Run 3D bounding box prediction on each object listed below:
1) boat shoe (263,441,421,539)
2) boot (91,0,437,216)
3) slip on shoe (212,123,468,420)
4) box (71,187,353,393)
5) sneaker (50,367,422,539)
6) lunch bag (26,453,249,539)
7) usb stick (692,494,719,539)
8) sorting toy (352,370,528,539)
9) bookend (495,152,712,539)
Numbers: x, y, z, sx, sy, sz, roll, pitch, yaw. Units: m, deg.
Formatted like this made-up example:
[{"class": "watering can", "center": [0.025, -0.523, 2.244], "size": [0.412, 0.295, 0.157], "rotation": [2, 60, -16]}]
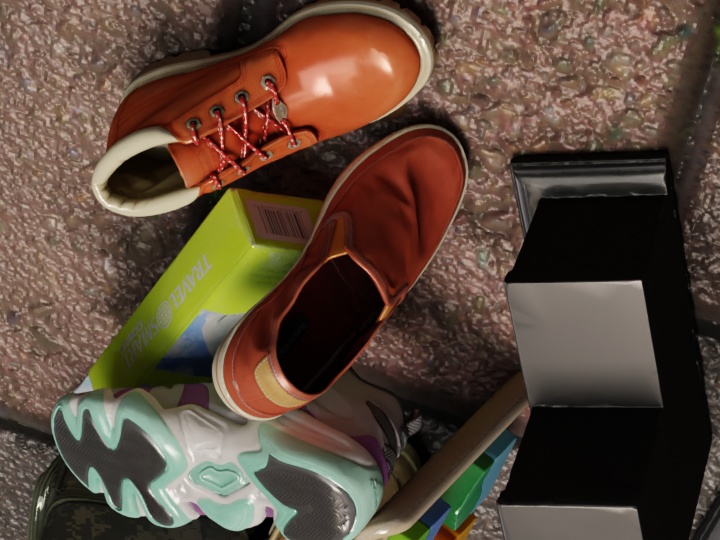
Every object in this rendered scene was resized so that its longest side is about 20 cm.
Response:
[{"class": "boat shoe", "center": [-0.024, 0.176, 1.400], "size": [0.073, 0.063, 0.200], "rotation": [30, 129, -3]}, {"class": "boot", "center": [-0.054, -0.082, 1.200], "size": [0.199, 0.107, 0.075], "rotation": [-17, 115, 26]}, {"class": "slip on shoe", "center": [0.000, 0.000, 1.187], "size": [0.074, 0.200, 0.061], "rotation": [50, 153, -21]}, {"class": "box", "center": [-0.070, 0.035, 1.289], "size": [0.121, 0.048, 0.200], "rotation": [7, 139, -37]}, {"class": "sneaker", "center": [-0.061, 0.084, 1.245], "size": [0.199, 0.140, 0.078], "rotation": [14, 123, 21]}, {"class": "lunch bag", "center": [-0.142, 0.201, 1.395], "size": [0.139, 0.168, 0.201], "rotation": [8, 126, -1]}, {"class": "usb stick", "center": [0.233, 0.150, 1.310], "size": [0.055, 0.033, 0.201], "rotation": [24, 128, 3]}, {"class": "sorting toy", "center": [0.028, 0.166, 1.297], "size": [0.036, 0.185, 0.200], "rotation": [38, 131, 11]}, {"class": "bookend", "center": [0.119, 0.074, 1.190], "size": [0.092, 0.200, 0.200], "rotation": [-1, 125, 20]}]
